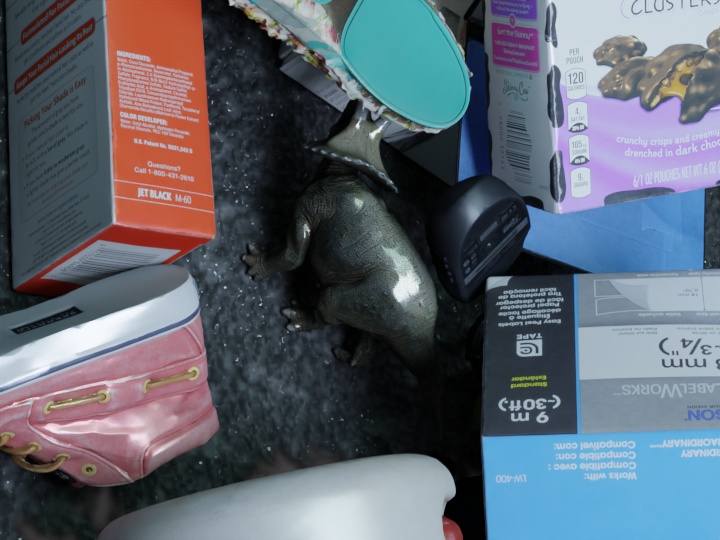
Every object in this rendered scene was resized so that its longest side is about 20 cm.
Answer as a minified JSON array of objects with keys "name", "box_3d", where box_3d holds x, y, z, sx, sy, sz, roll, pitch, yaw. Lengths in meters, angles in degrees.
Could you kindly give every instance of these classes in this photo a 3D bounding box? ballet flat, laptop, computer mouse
[{"name":"ballet flat","box_3d":[-0.021,-0.143,1.097,0.200,0.064,0.076,38,81,-33]},{"name":"laptop","box_3d":[0.163,-0.108,1.204,0.187,0.200,0.116,19,29,-30]},{"name":"computer mouse","box_3d":[0.067,0.004,1.173,0.034,0.200,0.059,39,73,26]}]

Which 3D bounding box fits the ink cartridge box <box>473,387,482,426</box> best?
[{"name":"ink cartridge box","box_3d":[0.178,0.092,1.225,0.199,0.104,0.060,6,113,-33]}]

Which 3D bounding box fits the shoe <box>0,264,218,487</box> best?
[{"name":"shoe","box_3d":[-0.164,0.070,1.023,0.199,0.071,0.091,-19,112,-21]}]

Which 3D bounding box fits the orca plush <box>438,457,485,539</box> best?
[{"name":"orca plush","box_3d":[0.095,0.154,1.179,0.199,0.071,0.106,12,65,-33]}]

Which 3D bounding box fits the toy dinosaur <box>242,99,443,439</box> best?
[{"name":"toy dinosaur","box_3d":[0.000,0.000,1.153,0.077,0.102,0.201,-12,78,-38]}]

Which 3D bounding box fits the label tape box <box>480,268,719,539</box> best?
[{"name":"label tape box","box_3d":[0.135,0.083,1.066,0.200,0.143,0.064,-84,169,-53]}]

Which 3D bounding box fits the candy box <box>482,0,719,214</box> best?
[{"name":"candy box","box_3d":[0.154,-0.145,1.146,0.167,0.071,0.201,-11,105,-26]}]

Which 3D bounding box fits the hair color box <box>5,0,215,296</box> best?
[{"name":"hair color box","box_3d":[-0.133,-0.096,1.089,0.064,0.111,0.201,8,68,-35]}]

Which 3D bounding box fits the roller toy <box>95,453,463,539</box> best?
[{"name":"roller toy","box_3d":[-0.029,0.172,1.004,0.182,0.200,0.140,-5,78,-41]}]

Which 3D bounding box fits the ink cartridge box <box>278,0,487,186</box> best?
[{"name":"ink cartridge box","box_3d":[0.065,-0.139,1.269,0.200,0.085,0.146,31,56,-20]}]
